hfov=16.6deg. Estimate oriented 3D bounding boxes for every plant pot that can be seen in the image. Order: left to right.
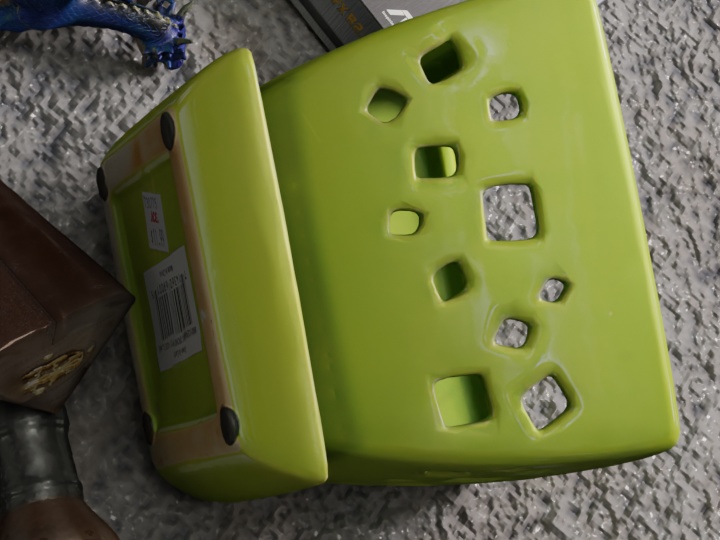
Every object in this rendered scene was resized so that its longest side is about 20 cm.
[{"bbox_3d":[0.000,0.000,1.035,0.180,0.200,0.200,-9,86,-20],"label":"plant pot"}]

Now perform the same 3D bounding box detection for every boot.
[{"bbox_3d":[-0.211,-0.008,1.002,0.186,0.064,0.200,-30,72,-35],"label":"boot"}]

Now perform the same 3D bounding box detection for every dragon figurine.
[{"bbox_3d":[-0.134,-0.142,1.076,0.099,0.200,0.059,-12,67,10],"label":"dragon figurine"}]

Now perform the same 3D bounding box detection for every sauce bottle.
[{"bbox_3d":[-0.118,0.148,1.002,0.064,0.065,0.201,-7,71,-28],"label":"sauce bottle"}]

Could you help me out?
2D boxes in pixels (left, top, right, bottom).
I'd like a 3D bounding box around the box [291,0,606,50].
[{"bbox_3d":[0.023,-0.182,1.223,0.158,0.048,0.200,-37,88,-32],"label":"box"}]
